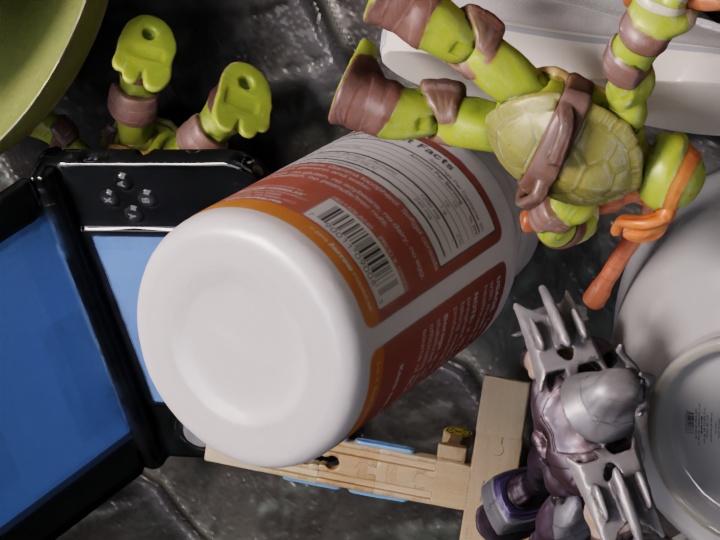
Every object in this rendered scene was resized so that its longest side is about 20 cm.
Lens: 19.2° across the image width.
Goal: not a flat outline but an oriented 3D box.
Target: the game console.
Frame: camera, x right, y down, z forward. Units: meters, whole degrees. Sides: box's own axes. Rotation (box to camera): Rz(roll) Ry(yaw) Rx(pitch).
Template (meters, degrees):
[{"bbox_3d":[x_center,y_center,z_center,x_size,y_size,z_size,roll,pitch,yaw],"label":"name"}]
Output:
[{"bbox_3d":[-0.118,0.052,1.036,0.175,0.117,0.201,1,132,20],"label":"game console"}]

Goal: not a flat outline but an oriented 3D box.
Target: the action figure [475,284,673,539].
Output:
[{"bbox_3d":[0.091,0.085,0.910,0.200,0.069,0.131,109,156,-60],"label":"action figure"}]

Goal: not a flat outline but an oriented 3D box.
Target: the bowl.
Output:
[{"bbox_3d":[0.184,0.058,0.915,0.200,0.090,0.203,12,114,28],"label":"bowl"}]

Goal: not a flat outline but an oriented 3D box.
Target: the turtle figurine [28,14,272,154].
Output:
[{"bbox_3d":[-0.098,-0.049,1.066,0.200,0.064,0.161,38,140,-1],"label":"turtle figurine"}]

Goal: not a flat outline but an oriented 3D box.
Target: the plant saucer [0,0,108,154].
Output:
[{"bbox_3d":[-0.182,-0.134,1.052,0.199,0.031,0.201,-21,59,39],"label":"plant saucer"}]

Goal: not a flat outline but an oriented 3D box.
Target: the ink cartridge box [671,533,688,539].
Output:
[{"bbox_3d":[0.064,0.206,0.997,0.200,0.173,0.044,-34,91,37],"label":"ink cartridge box"}]

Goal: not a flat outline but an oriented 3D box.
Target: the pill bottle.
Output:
[{"bbox_3d":[0.000,0.000,0.939,0.112,0.200,0.113,12,114,28],"label":"pill bottle"}]

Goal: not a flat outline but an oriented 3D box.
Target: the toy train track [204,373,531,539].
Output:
[{"bbox_3d":[0.024,0.097,1.046,0.199,0.033,0.116,10,104,7],"label":"toy train track"}]

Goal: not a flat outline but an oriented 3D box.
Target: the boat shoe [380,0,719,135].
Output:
[{"bbox_3d":[0.110,-0.103,0.912,0.199,0.072,0.069,8,78,19],"label":"boat shoe"}]

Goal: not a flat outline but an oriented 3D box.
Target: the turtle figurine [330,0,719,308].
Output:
[{"bbox_3d":[0.070,-0.054,0.853,0.160,0.065,0.200,23,145,1],"label":"turtle figurine"}]
